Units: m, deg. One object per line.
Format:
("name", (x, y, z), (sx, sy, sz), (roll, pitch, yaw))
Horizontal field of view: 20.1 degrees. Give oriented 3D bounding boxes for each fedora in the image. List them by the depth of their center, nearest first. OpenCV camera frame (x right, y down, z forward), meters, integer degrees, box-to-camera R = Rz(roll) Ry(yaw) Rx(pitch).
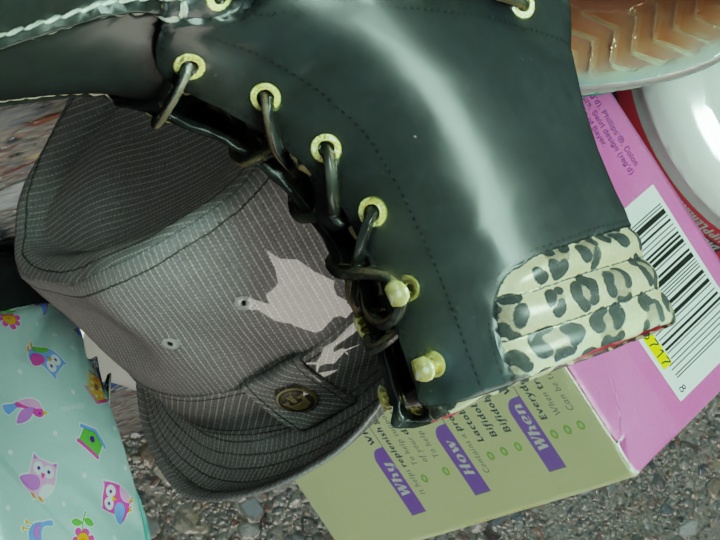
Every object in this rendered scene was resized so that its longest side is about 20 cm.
("fedora", (-0.047, -0.022, 0.660), (0.090, 0.178, 0.200), (24, 149, -36))

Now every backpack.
("backpack", (-0.186, 0.097, 0.959), (0.166, 0.201, 0.126), (-14, 172, -39))

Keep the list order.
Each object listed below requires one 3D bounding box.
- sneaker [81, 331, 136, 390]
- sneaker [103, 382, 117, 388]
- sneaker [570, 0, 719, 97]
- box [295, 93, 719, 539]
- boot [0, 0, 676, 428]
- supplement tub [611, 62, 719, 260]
("sneaker", (-0.092, 0.045, 1.110), (0.088, 0.076, 0.200), (13, 164, 25))
("sneaker", (-0.213, 0.069, 1.089), (0.199, 0.090, 0.078), (-5, 168, -41))
("sneaker", (0.133, -0.107, 0.728), (0.199, 0.072, 0.080), (-20, 170, -2))
("box", (0.029, 0.004, 0.813), (0.097, 0.176, 0.200), (-38, -174, -36))
("boot", (-0.016, -0.029, 0.545), (0.203, 0.154, 0.073), (-17, 174, -23))
("supplement tub", (0.122, -0.052, 0.867), (0.140, 0.141, 0.200), (-15, 173, -34))
